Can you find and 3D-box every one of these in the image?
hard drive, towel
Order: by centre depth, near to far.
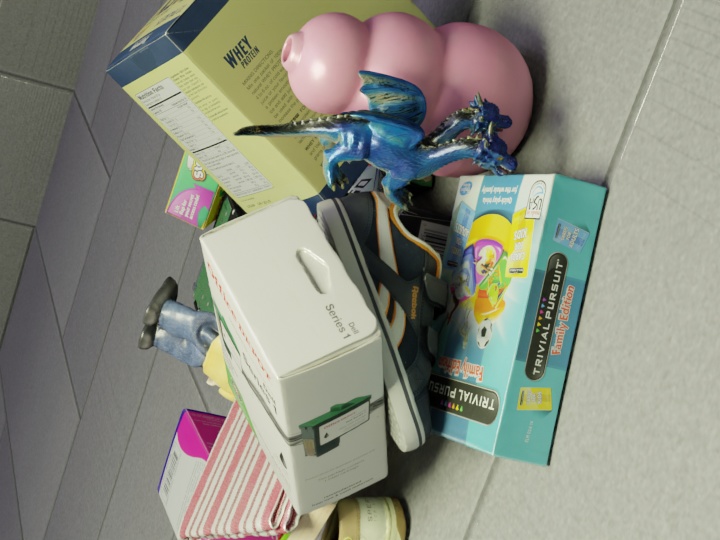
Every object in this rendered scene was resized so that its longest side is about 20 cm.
[{"bbox_3d":[-0.084,0.166,1.227,0.200,0.030,0.147,-21,40,56],"label":"towel"},{"bbox_3d":[-0.138,0.014,1.576,0.200,0.038,0.140,-121,48,-60],"label":"hard drive"}]

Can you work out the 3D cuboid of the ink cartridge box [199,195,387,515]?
[{"bbox_3d":[-0.047,0.066,1.068,0.146,0.084,0.200,57,163,34],"label":"ink cartridge box"}]

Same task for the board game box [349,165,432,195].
[{"bbox_3d":[0.021,-0.123,1.374,0.200,0.029,0.135,155,124,-64],"label":"board game box"}]

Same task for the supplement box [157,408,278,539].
[{"bbox_3d":[-0.129,0.229,1.438,0.200,0.103,0.101,-134,61,-66],"label":"supplement box"}]

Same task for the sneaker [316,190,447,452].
[{"bbox_3d":[0.032,0.031,1.070,0.078,0.079,0.200,116,137,-75],"label":"sneaker"}]

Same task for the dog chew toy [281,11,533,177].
[{"bbox_3d":[0.034,-0.147,1.122,0.125,0.200,0.125,-166,90,-69],"label":"dog chew toy"}]

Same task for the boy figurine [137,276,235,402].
[{"bbox_3d":[-0.107,0.077,1.329,0.124,0.200,0.064,107,-172,-47],"label":"boy figurine"}]

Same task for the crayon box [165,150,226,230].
[{"bbox_3d":[-0.146,-0.168,1.665,0.173,0.058,0.200,-55,-13,-65],"label":"crayon box"}]

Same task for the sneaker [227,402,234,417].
[{"bbox_3d":[-0.072,0.096,1.409,0.200,0.076,0.077,-61,-13,-1],"label":"sneaker"}]

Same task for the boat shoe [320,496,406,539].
[{"bbox_3d":[-0.028,0.269,1.213,0.074,0.066,0.200,-116,44,-58],"label":"boat shoe"}]

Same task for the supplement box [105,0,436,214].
[{"bbox_3d":[-0.067,-0.181,1.226,0.200,0.200,0.134,-54,21,-24],"label":"supplement box"}]

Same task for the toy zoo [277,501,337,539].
[{"bbox_3d":[-0.032,0.180,1.243,0.131,0.020,0.200,-60,3,32],"label":"toy zoo"}]

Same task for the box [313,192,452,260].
[{"bbox_3d":[0.000,0.000,1.247,0.200,0.106,0.123,-169,92,-68],"label":"box"}]

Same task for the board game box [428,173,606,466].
[{"bbox_3d":[0.104,0.031,1.055,0.151,0.047,0.200,-173,96,-68],"label":"board game box"}]

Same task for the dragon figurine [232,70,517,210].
[{"bbox_3d":[0.015,-0.106,1.044,0.059,0.200,0.099,-83,18,-45],"label":"dragon figurine"}]
